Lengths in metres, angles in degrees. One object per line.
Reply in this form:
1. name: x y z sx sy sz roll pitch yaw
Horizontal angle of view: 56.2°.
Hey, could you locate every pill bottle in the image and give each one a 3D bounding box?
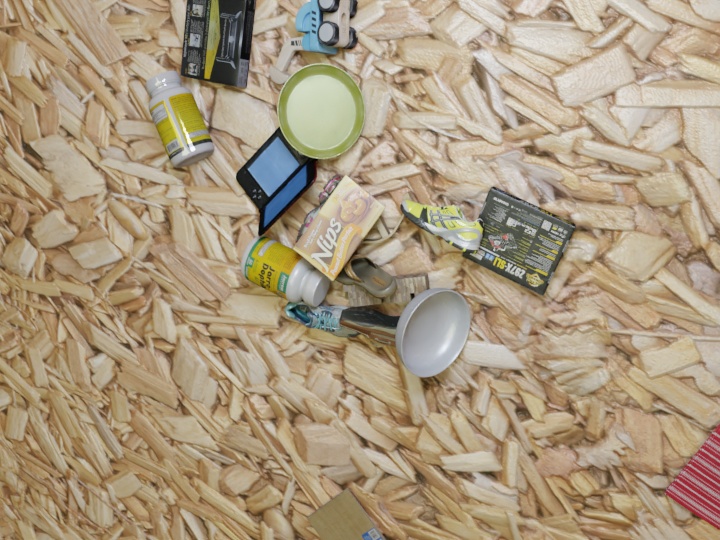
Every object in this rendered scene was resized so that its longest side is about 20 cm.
1. pill bottle: -0.172 0.006 1.575 0.196 0.112 0.115 25 108 18
2. pill bottle: -0.432 -0.358 1.597 0.110 0.112 0.204 -21 94 20

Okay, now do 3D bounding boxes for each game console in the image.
1. game console: -0.198 -0.213 1.546 0.199 0.119 0.173 -41 87 20

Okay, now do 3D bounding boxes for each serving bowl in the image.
1. serving bowl: 0.150 0.128 1.485 0.065 0.196 0.206 29 113 51

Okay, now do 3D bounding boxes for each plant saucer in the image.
1. plant saucer: -0.087 -0.352 1.498 0.194 0.031 0.206 -1 97 -6

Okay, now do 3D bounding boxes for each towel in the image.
1. towel: 0.756 0.432 1.414 0.143 0.022 0.203 32 110 8

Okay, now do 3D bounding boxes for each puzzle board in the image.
1. puzzle board: -0.025 0.673 1.722 0.150 0.017 0.201 -39 88 20

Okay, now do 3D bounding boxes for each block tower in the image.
1. block tower: 0.062 0.045 1.547 0.195 0.054 0.060 -5 99 20

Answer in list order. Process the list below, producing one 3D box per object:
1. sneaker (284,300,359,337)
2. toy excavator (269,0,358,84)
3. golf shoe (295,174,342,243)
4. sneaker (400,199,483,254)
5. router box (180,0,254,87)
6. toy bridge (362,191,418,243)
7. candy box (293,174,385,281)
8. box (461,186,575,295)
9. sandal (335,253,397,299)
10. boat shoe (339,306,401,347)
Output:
1. sneaker: -0.090 0.119 1.594 0.195 0.086 0.080 17 107 14
2. toy excavator: -0.112 -0.512 1.483 0.196 0.099 0.200 10 105 30
3. golf shoe: -0.078 -0.113 1.551 0.091 0.073 0.202 36 109 6
4. sneaker: 0.177 -0.110 1.448 0.197 0.075 0.078 29 101 18
5. router box: -0.330 -0.539 1.558 0.153 0.052 0.205 14 105 15
6. toy bridge: 0.048 -0.105 1.536 0.197 0.027 0.068 -28 93 21
7. candy box: -0.046 -0.093 1.488 0.115 0.055 0.202 37 96 0
8. box: 0.335 -0.064 1.439 0.196 0.049 0.163 25 110 12
9. sandal: 0.000 0.000 1.522 0.198 0.055 0.081 26 65 38
10. boat shoe: 0.046 0.142 1.544 0.194 0.076 0.076 13 116 -3
